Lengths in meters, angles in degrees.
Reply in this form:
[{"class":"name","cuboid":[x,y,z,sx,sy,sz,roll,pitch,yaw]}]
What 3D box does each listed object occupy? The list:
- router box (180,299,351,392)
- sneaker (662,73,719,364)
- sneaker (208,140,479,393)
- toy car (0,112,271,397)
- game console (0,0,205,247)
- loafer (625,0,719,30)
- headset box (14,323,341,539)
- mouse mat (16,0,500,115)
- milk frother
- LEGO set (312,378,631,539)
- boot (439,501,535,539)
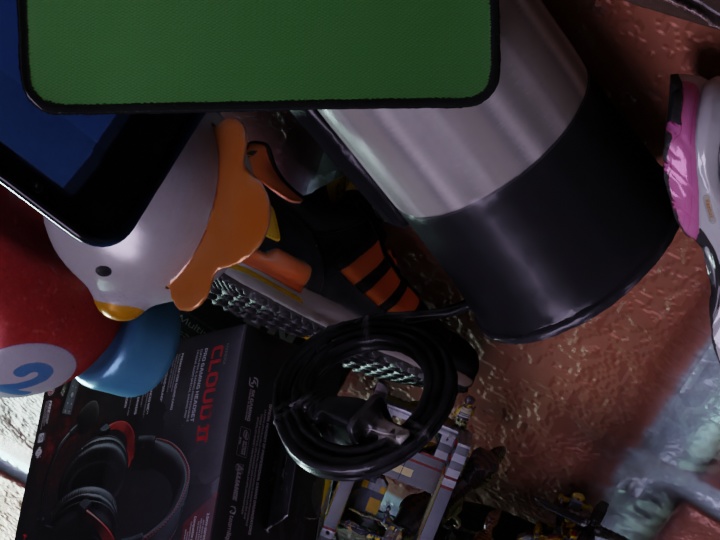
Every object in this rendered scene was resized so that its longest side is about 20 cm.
[{"class":"router box","cuboid":[-0.117,0.042,1.300,0.200,0.052,0.157,34,143,-4]},{"class":"sneaker","cuboid":[0.201,-0.006,1.001,0.086,0.081,0.200,-4,138,25]},{"class":"sneaker","cuboid":[0.000,0.000,1.157,0.200,0.090,0.070,26,167,-39]},{"class":"toy car","cuboid":[-0.115,-0.018,0.991,0.184,0.178,0.200,17,178,-41]},{"class":"game console","cuboid":[-0.120,-0.143,0.878,0.200,0.118,0.171,37,116,-13]},{"class":"loafer","cuboid":[0.140,-0.137,0.901,0.200,0.073,0.071,39,149,6]},{"class":"headset box","cuboid":[-0.097,0.119,1.193,0.075,0.149,0.199,25,154,-38]},{"class":"mouse mat","cuboid":[-0.040,-0.144,0.885,0.199,0.162,0.008,-2,-177,-13]},{"class":"milk frother","cuboid":[0.012,-0.037,0.989,0.180,0.200,0.188,-16,123,43]},{"class":"LEGO set","cuboid":[0.061,0.120,1.208,0.199,0.154,0.116,23,103,7]},{"class":"boot","cuboid":[0.104,0.232,1.350,0.203,0.074,0.154,29,146,2]}]
